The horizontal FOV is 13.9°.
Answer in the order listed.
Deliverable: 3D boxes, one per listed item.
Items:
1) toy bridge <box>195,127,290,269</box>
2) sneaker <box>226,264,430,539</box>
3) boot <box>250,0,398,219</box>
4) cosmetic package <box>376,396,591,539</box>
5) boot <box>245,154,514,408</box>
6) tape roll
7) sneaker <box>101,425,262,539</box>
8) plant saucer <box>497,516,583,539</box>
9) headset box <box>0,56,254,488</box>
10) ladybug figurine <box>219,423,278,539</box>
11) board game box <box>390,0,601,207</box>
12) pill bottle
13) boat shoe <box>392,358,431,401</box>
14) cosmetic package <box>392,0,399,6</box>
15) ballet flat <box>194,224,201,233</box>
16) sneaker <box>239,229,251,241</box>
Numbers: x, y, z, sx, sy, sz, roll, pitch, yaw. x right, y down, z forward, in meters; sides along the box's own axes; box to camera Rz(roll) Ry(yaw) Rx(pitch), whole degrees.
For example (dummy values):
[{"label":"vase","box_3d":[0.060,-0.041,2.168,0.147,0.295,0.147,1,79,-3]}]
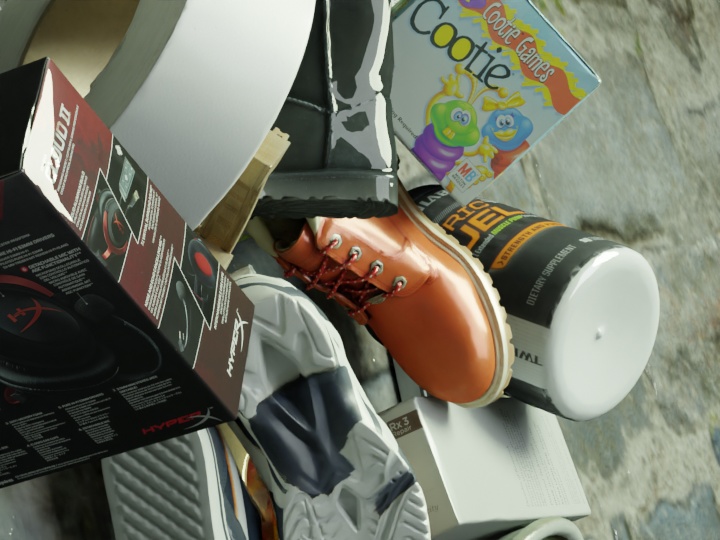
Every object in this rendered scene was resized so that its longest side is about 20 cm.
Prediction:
[{"label":"toy bridge","box_3d":[-0.086,0.004,1.471,0.027,0.200,0.067,31,31,2]},{"label":"sneaker","box_3d":[-0.026,0.083,1.510,0.199,0.079,0.130,59,3,-18]},{"label":"boot","box_3d":[-0.060,-0.129,1.535,0.066,0.164,0.201,146,-56,-70]},{"label":"cosmetic package","box_3d":[0.040,0.127,1.703,0.200,0.113,0.081,1,66,-63]},{"label":"boot","box_3d":[0.000,0.000,1.604,0.200,0.075,0.107,54,33,4]},{"label":"tape roll","box_3d":[-0.112,-0.097,1.426,0.071,0.202,0.203,32,43,-30]},{"label":"sneaker","box_3d":[-0.084,0.162,1.458,0.079,0.078,0.201,15,73,-76]},{"label":"plant saucer","box_3d":[0.064,0.229,1.705,0.200,0.050,0.201,-45,147,-40]},{"label":"headset box","box_3d":[-0.162,0.000,1.329,0.200,0.148,0.075,51,33,-38]},{"label":"ladybug figurine","box_3d":[-0.034,0.153,1.556,0.135,0.072,0.201,13,53,-20]},{"label":"board game box","box_3d":[0.057,-0.113,1.670,0.105,0.103,0.200,48,3,-4]},{"label":"pill bottle","box_3d":[0.069,0.012,1.742,0.106,0.200,0.107,-22,121,-42]},{"label":"boat shoe","box_3d":[0.074,0.108,1.846,0.070,0.066,0.201,11,64,-62]},{"label":"cosmetic package","box_3d":[-0.031,-0.173,1.808,0.200,0.074,0.102,6,68,-65]},{"label":"ballet flat","box_3d":[-0.115,-0.090,1.573,0.068,0.072,0.201,-3,75,-78]},{"label":"sneaker","box_3d":[-0.048,-0.092,1.714,0.105,0.076,0.200,67,26,-10]}]
